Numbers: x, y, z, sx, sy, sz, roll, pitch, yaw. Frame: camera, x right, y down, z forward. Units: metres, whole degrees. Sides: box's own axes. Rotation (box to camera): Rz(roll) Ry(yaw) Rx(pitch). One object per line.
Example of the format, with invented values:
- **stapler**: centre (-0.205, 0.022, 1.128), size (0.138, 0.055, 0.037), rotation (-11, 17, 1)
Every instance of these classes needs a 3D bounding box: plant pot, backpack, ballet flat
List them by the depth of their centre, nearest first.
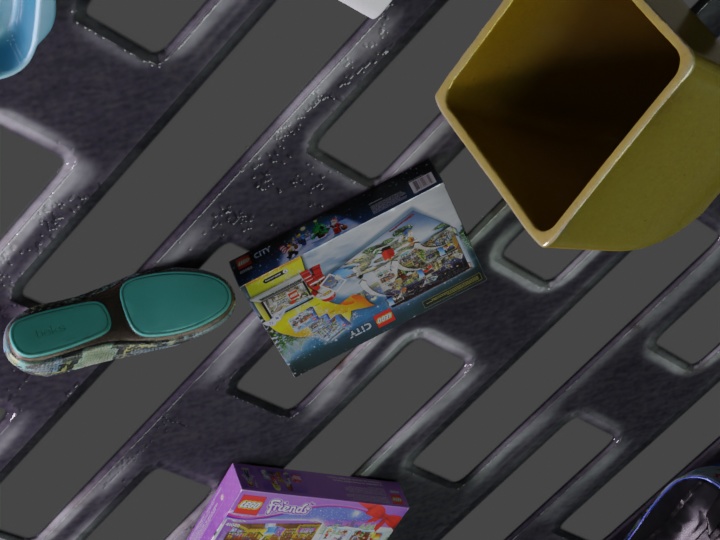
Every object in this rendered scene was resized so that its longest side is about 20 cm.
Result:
- **plant pot**: centre (0.222, -0.135, 1.429), size (0.200, 0.196, 0.194), rotation (12, 125, -43)
- **ballet flat**: centre (-0.207, 0.046, 1.491), size (0.200, 0.074, 0.074), rotation (-10, 134, -13)
- **backpack**: centre (0.394, 0.318, 1.929), size (0.147, 0.183, 0.200), rotation (-9, 135, -49)

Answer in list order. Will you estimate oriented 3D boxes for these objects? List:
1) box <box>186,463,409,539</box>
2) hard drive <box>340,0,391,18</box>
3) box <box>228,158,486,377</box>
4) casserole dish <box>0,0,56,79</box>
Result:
- **box**: centre (-0.067, 0.264, 1.763), size (0.200, 0.039, 0.137), rotation (11, 125, -32)
- **hard drive**: centre (-0.025, -0.280, 1.288), size (0.200, 0.026, 0.132), rotation (23, 118, -38)
- **box**: centre (0.000, 0.000, 1.550), size (0.200, 0.038, 0.137), rotation (-27, 136, 1)
- **casserole dish**: centre (-0.318, -0.191, 1.231), size (0.200, 0.039, 0.121), rotation (-5, 132, -22)
